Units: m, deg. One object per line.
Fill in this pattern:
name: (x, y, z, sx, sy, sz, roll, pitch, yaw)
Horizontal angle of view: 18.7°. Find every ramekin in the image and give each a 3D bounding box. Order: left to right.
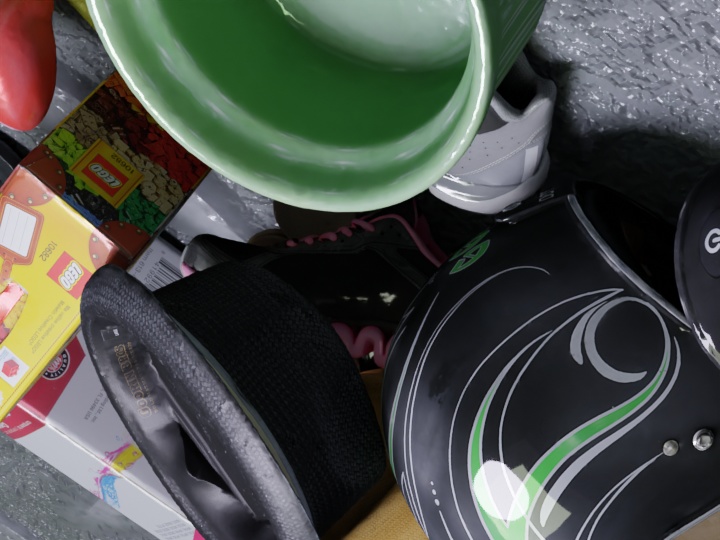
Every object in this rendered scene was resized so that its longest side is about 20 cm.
ramekin: (-0.014, -0.135, 0.947, 0.199, 0.098, 0.201, 18, 132, 21)

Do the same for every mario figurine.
mario figurine: (-0.254, -0.138, 1.181, 0.200, 0.124, 0.106, 39, 148, 1)

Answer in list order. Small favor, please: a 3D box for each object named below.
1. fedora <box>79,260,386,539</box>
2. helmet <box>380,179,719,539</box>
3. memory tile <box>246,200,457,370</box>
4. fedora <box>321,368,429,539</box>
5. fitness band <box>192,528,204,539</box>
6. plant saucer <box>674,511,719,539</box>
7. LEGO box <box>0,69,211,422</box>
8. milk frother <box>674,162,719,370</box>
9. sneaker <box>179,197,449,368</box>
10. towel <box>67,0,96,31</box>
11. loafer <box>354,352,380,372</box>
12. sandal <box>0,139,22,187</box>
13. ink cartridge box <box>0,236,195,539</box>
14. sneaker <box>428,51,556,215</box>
fedora: (-0.052, 0.067, 1.098, 0.201, 0.091, 0.201, 45, 157, 25)
helmet: (0.105, 0.074, 1.089, 0.200, 0.200, 0.191, 35, 109, -12)
memory tile: (0.018, 0.036, 1.267, 0.200, 0.017, 0.154, 31, 124, 0)
fedora: (0.001, 0.122, 1.190, 0.200, 0.201, 0.082, 14, 149, 26)
fitness band: (-0.034, 0.146, 1.369, 0.037, 0.200, 0.144, 9, 151, 39)
plant saucer: (0.223, 0.150, 1.267, 0.199, 0.030, 0.200, 6, 141, 5)
LEGO box: (-0.172, -0.008, 1.219, 0.077, 0.149, 0.200, 40, 127, -4)
milk frother: (0.277, 0.010, 0.958, 0.199, 0.181, 0.188, -6, 172, -33)
sneaker: (0.000, 0.000, 1.212, 0.199, 0.096, 0.079, 16, -170, 9)
towel: (-0.165, -0.186, 1.136, 0.086, 0.018, 0.200, -5, 137, 48)
loafer: (0.008, 0.054, 1.329, 0.200, 0.063, 0.072, 42, 122, -8)
sandal: (-0.294, -0.081, 1.397, 0.200, 0.048, 0.075, 29, 152, 1)
ink cartridge box: (-0.132, 0.075, 1.399, 0.200, 0.146, 0.083, 37, 155, -14)
sneaker: (0.005, -0.105, 1.069, 0.199, 0.075, 0.116, 16, 146, 3)
